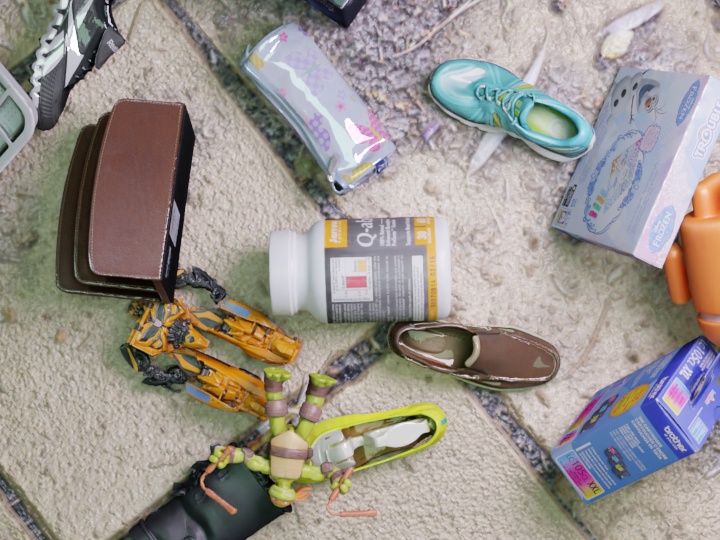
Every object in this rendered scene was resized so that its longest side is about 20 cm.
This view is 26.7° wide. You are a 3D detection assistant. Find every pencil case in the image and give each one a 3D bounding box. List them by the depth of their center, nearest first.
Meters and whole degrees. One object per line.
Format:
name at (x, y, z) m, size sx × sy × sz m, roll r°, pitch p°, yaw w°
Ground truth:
pencil case at (-0.049, -0.180, 1.692) m, size 0.091 × 0.083 × 0.201 m, roll -37°, pitch 90°, yaw -21°

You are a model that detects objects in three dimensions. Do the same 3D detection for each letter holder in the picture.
letter holder at (-0.267, -0.079, 1.662) m, size 0.141 × 0.101 × 0.202 m, roll 5°, pitch 74°, yaw 2°

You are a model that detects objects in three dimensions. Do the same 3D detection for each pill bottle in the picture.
pill bottle at (0.000, 0.000, 1.682) m, size 0.198 × 0.116 × 0.118 m, roll -1°, pitch 92°, yaw 0°

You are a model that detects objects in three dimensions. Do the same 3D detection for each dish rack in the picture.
dish rack at (-0.453, -0.194, 1.688) m, size 0.171 × 0.044 × 0.200 m, roll -40°, pitch 91°, yaw 31°

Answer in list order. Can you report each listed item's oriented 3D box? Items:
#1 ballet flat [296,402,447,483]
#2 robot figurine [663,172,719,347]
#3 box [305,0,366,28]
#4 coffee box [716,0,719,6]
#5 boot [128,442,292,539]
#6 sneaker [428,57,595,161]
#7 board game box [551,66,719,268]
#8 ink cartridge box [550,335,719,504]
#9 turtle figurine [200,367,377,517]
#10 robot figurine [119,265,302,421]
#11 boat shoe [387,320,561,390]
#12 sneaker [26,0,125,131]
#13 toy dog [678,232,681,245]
ballet flat at (0.003, 0.194, 1.712) m, size 0.198 × 0.067 × 0.067 m, roll -16°, pitch 93°, yaw 1°
robot figurine at (0.398, -0.002, 1.587) m, size 0.143 × 0.117 × 0.202 m, roll -14°, pitch 101°, yaw -2°
box at (-0.063, -0.371, 1.629) m, size 0.199 × 0.198 × 0.124 m, roll 36°, pitch 94°, yaw -1°
coffee box at (0.467, -0.379, 1.627) m, size 0.199 × 0.198 × 0.201 m, roll -35°, pitch 89°, yaw 2°
boot at (-0.148, 0.307, 1.719) m, size 0.162 × 0.073 × 0.199 m, roll -40°, pitch 93°, yaw -5°
sneaker at (0.171, -0.186, 1.690) m, size 0.199 × 0.080 × 0.078 m, roll 22°, pitch 91°, yaw 7°
board game box at (0.302, -0.117, 1.635) m, size 0.043 × 0.199 × 0.201 m, roll 22°, pitch 93°, yaw -20°
ink cartridge box at (0.317, 0.155, 1.629) m, size 0.077 × 0.136 × 0.200 m, roll 52°, pitch 133°, yaw -4°
turtle figurine at (-0.069, 0.194, 1.670) m, size 0.198 × 0.064 × 0.163 m, roll 10°, pitch 93°, yaw 4°
robot figurine at (-0.174, 0.082, 1.713) m, size 0.199 × 0.058 × 0.146 m, roll 25°, pitch 90°, yaw -1°
boat shoe at (0.129, 0.096, 1.704) m, size 0.200 × 0.075 × 0.075 m, roll 8°, pitch 92°, yaw 0°
sneaker at (-0.313, -0.249, 1.700) m, size 0.090 × 0.066 × 0.202 m, roll 16°, pitch 90°, yaw 2°
toy dog at (0.443, 0.008, 1.686) m, size 0.199 × 0.132 × 0.097 m, roll 24°, pitch 69°, yaw 9°
